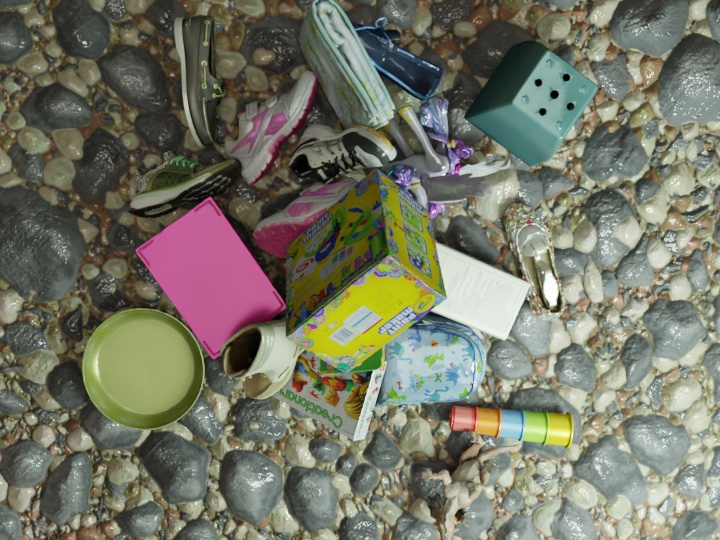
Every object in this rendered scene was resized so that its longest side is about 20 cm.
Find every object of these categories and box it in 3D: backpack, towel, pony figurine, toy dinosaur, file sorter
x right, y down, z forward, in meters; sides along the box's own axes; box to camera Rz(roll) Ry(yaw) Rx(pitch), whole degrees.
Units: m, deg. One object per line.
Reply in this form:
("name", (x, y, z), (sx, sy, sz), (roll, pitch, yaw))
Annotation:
("backpack", (0.100, 0.142, 1.299), (0.198, 0.154, 0.165), (4, 90, -14))
("towel", (-0.028, -0.294, 1.219), (0.048, 0.171, 0.201), (-30, 96, -13))
("pony figurine", (0.116, -0.163, 1.264), (0.192, 0.166, 0.202), (-13, 102, 33))
("toy dinosaur", (0.172, 0.350, 1.340), (0.200, 0.136, 0.086), (-40, 57, -22))
("file sorter", (-0.224, 0.005, 1.274), (0.138, 0.125, 0.201), (-34, 97, 2))

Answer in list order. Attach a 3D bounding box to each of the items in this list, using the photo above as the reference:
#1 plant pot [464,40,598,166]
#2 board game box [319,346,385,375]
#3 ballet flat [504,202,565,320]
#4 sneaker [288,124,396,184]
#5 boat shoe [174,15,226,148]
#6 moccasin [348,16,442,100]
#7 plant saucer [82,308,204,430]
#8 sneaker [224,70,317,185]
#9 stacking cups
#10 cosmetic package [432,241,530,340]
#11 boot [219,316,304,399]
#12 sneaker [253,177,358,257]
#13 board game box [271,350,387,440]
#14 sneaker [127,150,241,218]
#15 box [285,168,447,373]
("plant pot", (0.263, -0.252, 1.217), (0.141, 0.200, 0.142), (35, 95, -5))
("board game box", (-0.008, 0.083, 1.256), (0.094, 0.201, 0.030), (-7, 131, 11))
("ballet flat", (0.289, -0.014, 1.312), (0.075, 0.064, 0.202), (-21, 96, -5))
("sneaker", (-0.030, -0.166, 1.230), (0.076, 0.199, 0.088), (46, 68, -35))
("boat shoe", (-0.243, -0.294, 1.266), (0.060, 0.072, 0.204), (-8, 93, 5))
("moccasin", (0.039, -0.345, 1.271), (0.199, 0.081, 0.068), (33, 97, -19))
("plant saucer", (-0.352, 0.159, 1.336), (0.198, 0.031, 0.202), (0, 97, -2))
("sneaker", (-0.142, -0.234, 1.268), (0.088, 0.081, 0.201), (38, 97, -4))
("stacking cups", (0.246, 0.256, 1.343), (0.198, 0.061, 0.061), (4, 96, -2))
("cosmetic package", (0.155, 0.024, 1.290), (0.198, 0.073, 0.104), (23, 95, -15))
("boot", (-0.156, 0.137, 1.234), (0.072, 0.154, 0.200), (48, 121, 16))
("sneaker", (-0.074, -0.085, 1.286), (0.198, 0.089, 0.082), (-17, 132, 11))
("board game box", (-0.060, 0.167, 1.286), (0.199, 0.034, 0.128), (20, 98, 35))
("sneaker", (-0.281, -0.151, 1.272), (0.198, 0.077, 0.090), (-17, 80, 14))
("box", (0.000, 0.000, 1.168), (0.122, 0.194, 0.200), (34, 122, -31))
